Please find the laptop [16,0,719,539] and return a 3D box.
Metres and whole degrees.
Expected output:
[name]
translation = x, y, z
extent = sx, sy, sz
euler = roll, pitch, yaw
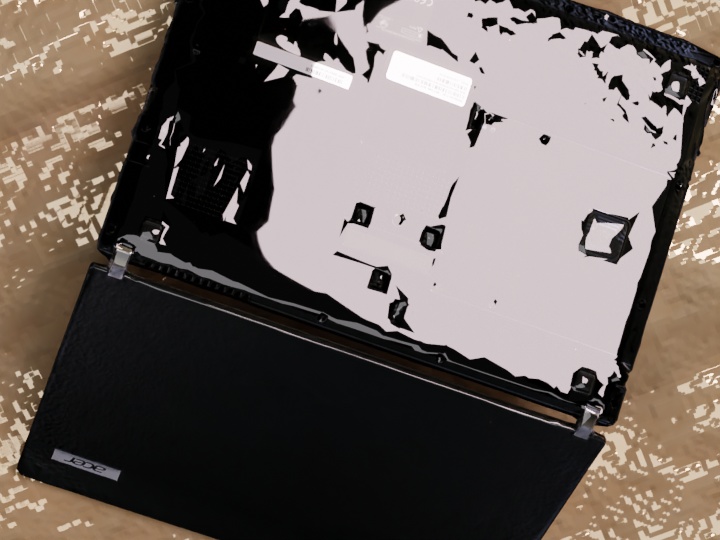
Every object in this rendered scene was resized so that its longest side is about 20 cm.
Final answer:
[laptop]
translation = 0.000, 0.000, 0.799
extent = 0.176, 0.103, 0.201
euler = 19, 84, -8
